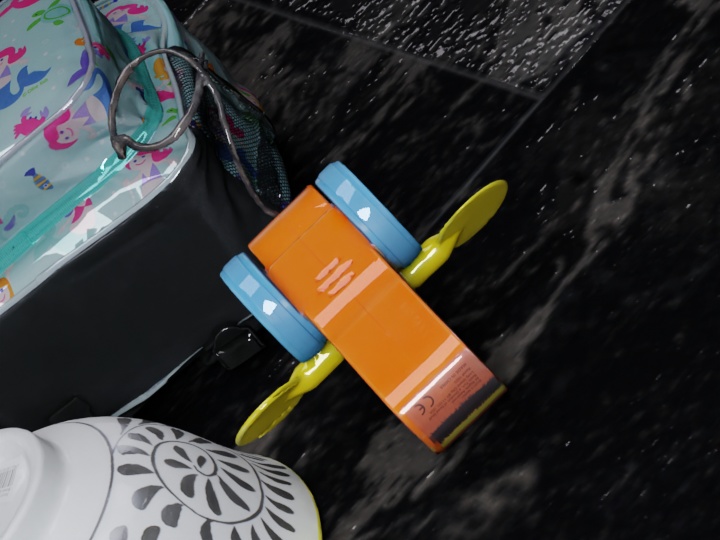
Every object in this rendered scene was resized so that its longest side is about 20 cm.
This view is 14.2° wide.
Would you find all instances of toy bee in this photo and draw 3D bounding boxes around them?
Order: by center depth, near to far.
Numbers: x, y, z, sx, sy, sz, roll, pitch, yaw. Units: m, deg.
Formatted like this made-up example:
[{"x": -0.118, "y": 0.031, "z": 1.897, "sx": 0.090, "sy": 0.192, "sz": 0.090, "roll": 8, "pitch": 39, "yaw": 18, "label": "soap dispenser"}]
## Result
[{"x": 0.000, "y": 0.000, "z": 1.092, "sx": 0.131, "sy": 0.109, "sz": 0.200, "roll": -27, "pitch": 56, "yaw": 13, "label": "toy bee"}]

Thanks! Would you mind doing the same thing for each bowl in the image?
[{"x": -0.120, "y": 0.120, "z": 1.070, "sx": 0.201, "sy": 0.094, "sz": 0.201, "roll": -31, "pitch": 31, "yaw": 22, "label": "bowl"}]

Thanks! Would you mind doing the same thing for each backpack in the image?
[{"x": -0.126, "y": -0.034, "z": 1.242, "sx": 0.177, "sy": 0.151, "sz": 0.200, "roll": -38, "pitch": 24, "yaw": 14, "label": "backpack"}]
